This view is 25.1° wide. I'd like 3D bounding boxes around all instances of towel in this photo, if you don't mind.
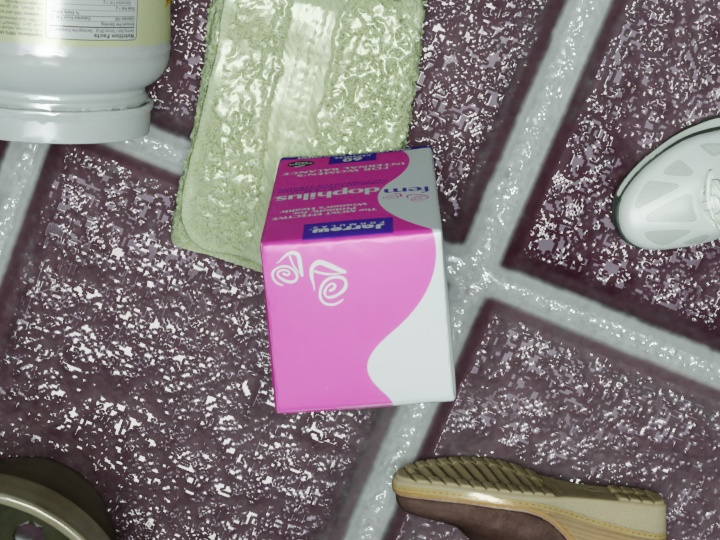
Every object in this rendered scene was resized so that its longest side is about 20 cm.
[{"bbox_3d":[-0.038,-0.093,1.049,0.148,0.037,0.201,11,104,-3],"label":"towel"}]

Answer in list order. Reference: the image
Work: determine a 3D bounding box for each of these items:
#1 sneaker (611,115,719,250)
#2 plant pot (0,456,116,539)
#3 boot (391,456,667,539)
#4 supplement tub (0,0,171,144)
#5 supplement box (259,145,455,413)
[{"bbox_3d":[0.257,-0.059,1.010,0.200,0.115,0.076,-21,103,6],"label":"sneaker"},{"bbox_3d":[-0.232,0.207,1.055,0.199,0.174,0.201,0,103,1],"label":"plant pot"},{"bbox_3d":[0.107,0.221,1.102,0.199,0.072,0.167,10,102,-5],"label":"boot"},{"bbox_3d":[-0.184,-0.185,0.973,0.144,0.145,0.201,4,104,0],"label":"supplement tub"},{"bbox_3d":[0.000,0.000,0.953,0.101,0.200,0.104,-4,108,1],"label":"supplement box"}]
